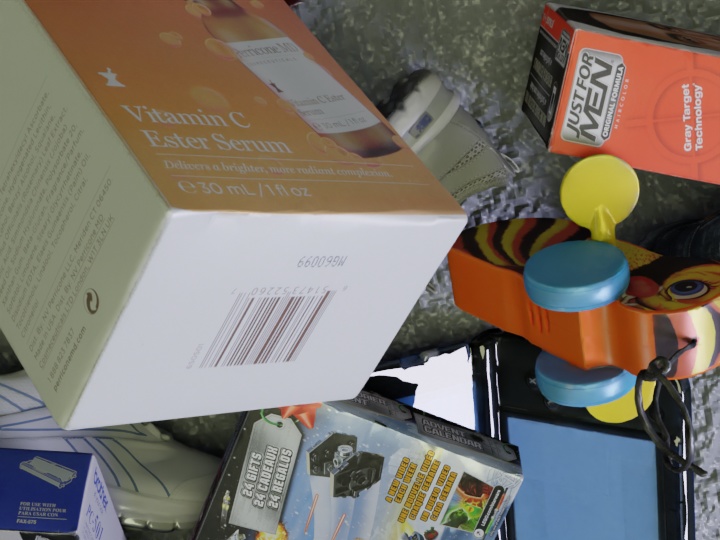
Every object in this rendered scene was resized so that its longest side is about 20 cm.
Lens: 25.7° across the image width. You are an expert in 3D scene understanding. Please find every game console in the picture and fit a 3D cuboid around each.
[{"bbox_3d":[0.072,0.144,0.813,0.170,0.118,0.201,7,112,33],"label":"game console"}]

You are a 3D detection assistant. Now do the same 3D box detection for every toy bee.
[{"bbox_3d":[0.129,0.024,0.722,0.108,0.200,0.131,-19,138,-19],"label":"toy bee"}]

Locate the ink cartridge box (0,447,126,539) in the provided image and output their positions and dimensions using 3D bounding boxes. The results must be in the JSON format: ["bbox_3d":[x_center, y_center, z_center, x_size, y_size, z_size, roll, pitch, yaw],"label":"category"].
[{"bbox_3d":[-0.164,0.154,0.793,0.094,0.044,0.200,3,146,4],"label":"ink cartridge box"}]

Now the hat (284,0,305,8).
[{"bbox_3d":[-0.164,-0.198,0.749,0.176,0.165,0.201,-31,119,-37],"label":"hat"}]

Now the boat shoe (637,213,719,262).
[{"bbox_3d":[0.237,0.001,0.807,0.200,0.091,0.071,11,80,-31],"label":"boat shoe"}]

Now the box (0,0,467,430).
[{"bbox_3d":[-0.084,-0.047,0.645,0.152,0.200,0.106,-3,134,-44],"label":"box"}]

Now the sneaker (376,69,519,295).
[{"bbox_3d":[0.000,0.000,0.794,0.082,0.075,0.200,36,103,-11],"label":"sneaker"}]

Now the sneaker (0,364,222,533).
[{"bbox_3d":[-0.144,0.087,0.820,0.199,0.074,0.087,15,78,-19],"label":"sneaker"}]

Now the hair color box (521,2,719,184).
[{"bbox_3d":[0.186,-0.077,0.760,0.199,0.102,0.061,9,106,-5],"label":"hair color box"}]

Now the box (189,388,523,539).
[{"bbox_3d":[-0.020,0.155,0.790,0.137,0.040,0.200,21,108,-6],"label":"box"}]
